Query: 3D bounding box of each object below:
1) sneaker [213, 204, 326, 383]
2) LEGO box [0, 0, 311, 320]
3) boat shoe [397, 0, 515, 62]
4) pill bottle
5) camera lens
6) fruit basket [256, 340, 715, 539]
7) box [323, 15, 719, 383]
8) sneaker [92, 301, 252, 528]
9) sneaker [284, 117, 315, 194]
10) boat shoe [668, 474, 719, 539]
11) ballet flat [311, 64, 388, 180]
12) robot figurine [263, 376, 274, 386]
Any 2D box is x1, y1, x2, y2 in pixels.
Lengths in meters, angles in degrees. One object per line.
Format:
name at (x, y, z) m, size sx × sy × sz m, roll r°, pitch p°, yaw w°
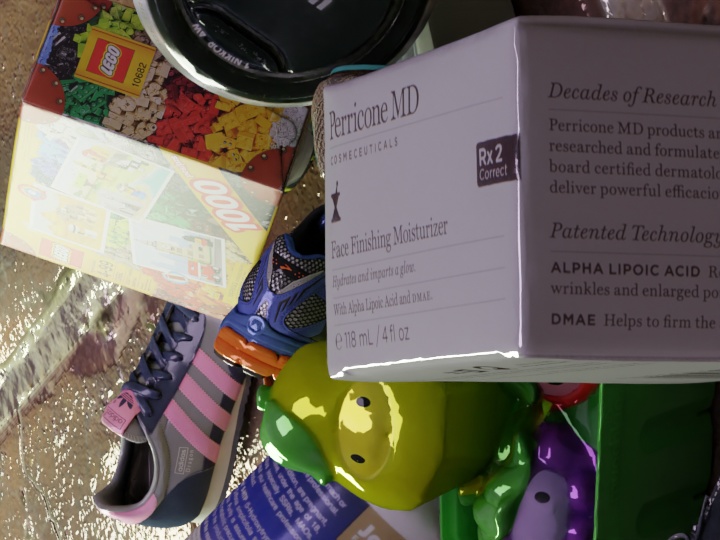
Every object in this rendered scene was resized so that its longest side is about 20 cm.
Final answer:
sneaker at (0.000, 0.000, 1.541) m, size 0.075 × 0.200 × 0.079 m, roll 28°, pitch 116°, yaw 15°
LEGO box at (-0.115, -0.061, 1.637) m, size 0.200 × 0.149 × 0.077 m, roll 113°, pitch 175°, yaw -66°
boat shoe at (0.054, -0.059, 1.547) m, size 0.071 × 0.070 × 0.201 m, roll 169°, pitch 96°, yaw -68°
pill bottle at (-0.003, 0.136, 1.567) m, size 0.200 × 0.120 × 0.120 m, roll -46°, pitch 52°, yaw 12°
camera lens at (-0.045, -0.188, 1.524) m, size 0.200 × 0.160 × 0.160 m, roll -104°, pitch 20°, yaw -62°
fruit basket at (0.062, 0.069, 1.432) m, size 0.155 × 0.215 × 0.216 m, roll 24°, pitch 119°, yaw 54°
box at (0.110, -0.022, 1.204) m, size 0.199 × 0.200 × 0.131 m, roll 167°, pitch 103°, yaw -67°
sneaker at (-0.118, 0.073, 1.840) m, size 0.070 × 0.082 × 0.200 m, roll 33°, pitch 120°, yaw 51°
sneaker at (-0.092, -0.071, 1.754) m, size 0.200 × 0.076 × 0.076 m, roll -39°, pitch 57°, yaw 47°
boat shoe at (0.181, 0.146, 1.391) m, size 0.075 × 0.062 × 0.200 m, roll 43°, pitch 131°, yaw 48°
ballet flat at (0.070, -0.069, 1.424) m, size 0.200 × 0.068 × 0.075 m, roll -6°, pitch 68°, yaw 20°
robot figurine at (-0.005, 0.096, 1.685) m, size 0.145 × 0.058 × 0.200 m, roll -41°, pitch 63°, yaw 56°
